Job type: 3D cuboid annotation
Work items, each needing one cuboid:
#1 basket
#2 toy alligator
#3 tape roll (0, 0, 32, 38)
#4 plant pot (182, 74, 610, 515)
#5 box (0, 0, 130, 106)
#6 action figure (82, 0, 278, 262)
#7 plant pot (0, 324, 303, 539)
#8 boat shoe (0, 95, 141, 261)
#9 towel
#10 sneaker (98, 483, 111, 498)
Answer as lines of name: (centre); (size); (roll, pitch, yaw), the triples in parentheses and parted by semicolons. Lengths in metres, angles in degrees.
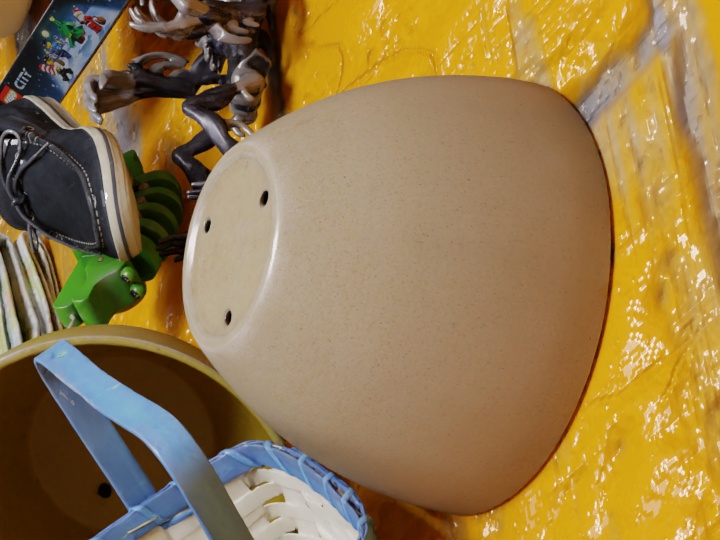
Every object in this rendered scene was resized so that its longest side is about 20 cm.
basket: (-0.068, 0.129, 1.163); (0.200, 0.139, 0.176); (64, 165, -21)
toy alligator: (-0.136, -0.003, 1.460); (0.054, 0.059, 0.200); (-9, 38, 22)
tape roll: (-0.310, -0.231, 1.750); (0.071, 0.202, 0.202); (-67, 30, 22)
plant pot: (0.000, 0.000, 1.155); (0.200, 0.134, 0.201); (-33, 51, 54)
box: (-0.137, -0.187, 1.518); (0.200, 0.038, 0.137); (-49, 10, 43)
action figure: (-0.091, -0.111, 1.405); (0.119, 0.102, 0.200); (118, 148, -51)
plant pot: (-0.127, 0.110, 1.324); (0.142, 0.200, 0.200); (-95, 23, -76)
boat shoe: (-0.168, -0.047, 1.413); (0.200, 0.062, 0.075); (35, 138, 59)
towel: (-0.239, 0.095, 1.664); (0.200, 0.048, 0.171); (-62, 29, 29)
sneaker: (-0.169, 0.112, 1.492); (0.121, 0.084, 0.200); (34, 112, 50)
